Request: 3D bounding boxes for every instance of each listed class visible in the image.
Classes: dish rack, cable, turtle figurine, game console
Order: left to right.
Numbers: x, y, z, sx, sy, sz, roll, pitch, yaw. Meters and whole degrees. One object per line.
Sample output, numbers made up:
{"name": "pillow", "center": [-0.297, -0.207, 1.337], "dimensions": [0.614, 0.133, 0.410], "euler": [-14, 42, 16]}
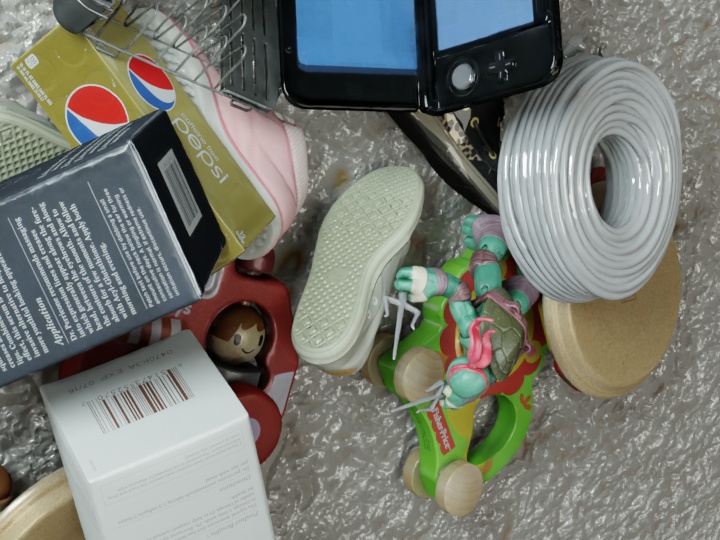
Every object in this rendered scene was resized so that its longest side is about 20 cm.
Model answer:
{"name": "dish rack", "center": [-0.124, -0.200, 1.040], "dimensions": [0.198, 0.054, 0.155], "euler": [22, 51, -35]}
{"name": "game console", "center": [0.039, -0.222, 1.065], "dimensions": [0.116, 0.174, 0.203], "euler": [8, 76, -50]}
{"name": "turtle figurine", "center": [0.088, 0.049, 1.186], "dimensions": [0.201, 0.099, 0.151], "euler": [-58, 147, -49]}
{"name": "cable", "center": [0.193, -0.074, 1.219], "dimensions": [0.200, 0.069, 0.202], "euler": [-45, 122, -34]}

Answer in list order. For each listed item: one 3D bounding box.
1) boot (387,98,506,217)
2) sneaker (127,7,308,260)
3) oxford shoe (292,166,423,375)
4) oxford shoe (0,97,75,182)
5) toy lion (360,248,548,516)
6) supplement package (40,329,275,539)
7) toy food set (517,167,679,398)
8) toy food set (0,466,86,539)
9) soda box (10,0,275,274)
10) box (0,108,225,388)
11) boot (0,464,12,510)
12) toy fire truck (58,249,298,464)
{"name": "boot", "center": [0.111, -0.145, 1.240], "dimensions": [0.151, 0.073, 0.200], "euler": [-49, 119, -7]}
{"name": "sneaker", "center": [-0.108, -0.113, 1.125], "dimensions": [0.202, 0.075, 0.105], "euler": [58, 33, -9]}
{"name": "oxford shoe", "center": [0.000, 0.000, 1.187], "dimensions": [0.058, 0.074, 0.202], "euler": [65, 38, -47]}
{"name": "oxford shoe", "center": [-0.219, -0.069, 1.077], "dimensions": [0.076, 0.058, 0.199], "euler": [-55, 139, 3]}
{"name": "toy lion", "center": [0.103, 0.086, 1.325], "dimensions": [0.191, 0.068, 0.202], "euler": [-34, 120, -25]}
{"name": "supplement package", "center": [-0.133, 0.166, 1.037], "dimensions": [0.116, 0.117, 0.202], "euler": [-21, 126, -19]}
{"name": "toy food set", "center": [0.223, 0.013, 1.346], "dimensions": [0.199, 0.048, 0.200], "euler": [-32, 113, -38]}
{"name": "toy food set", "center": [-0.231, 0.214, 1.135], "dimensions": [0.200, 0.049, 0.199], "euler": [-42, 149, -13]}
{"name": "soda box", "center": [-0.150, -0.090, 1.048], "dimensions": [0.067, 0.064, 0.201], "euler": [-31, 102, 29]}
{"name": "box", "center": [-0.201, -0.008, 0.951], "dimensions": [0.198, 0.149, 0.108], "euler": [-23, 102, 6]}
{"name": "boot", "center": [-0.302, 0.077, 1.069], "dimensions": [0.199, 0.073, 0.156], "euler": [34, 84, -38]}
{"name": "toy fire truck", "center": [-0.130, 0.051, 1.136], "dimensions": [0.198, 0.112, 0.170], "euler": [10, 102, -34]}
